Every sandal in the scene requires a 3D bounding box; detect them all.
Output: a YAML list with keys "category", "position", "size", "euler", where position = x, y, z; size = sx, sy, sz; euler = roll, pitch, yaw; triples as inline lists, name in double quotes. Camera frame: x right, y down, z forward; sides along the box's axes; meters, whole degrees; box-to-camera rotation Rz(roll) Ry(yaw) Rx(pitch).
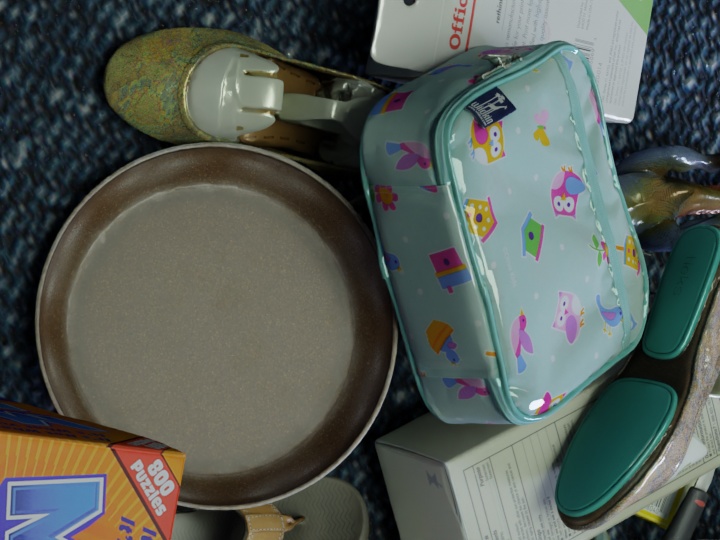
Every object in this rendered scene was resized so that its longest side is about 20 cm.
- category: "sandal"
  position: [-0.086, 0.145, 1.412]
  size: [0.199, 0.055, 0.082]
  euler: [2, 66, -19]

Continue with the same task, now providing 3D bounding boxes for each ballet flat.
- category: "ballet flat"
  position: [-0.046, -0.092, 1.436]
  size: [0.199, 0.071, 0.071]
  euler: [13, 88, -35]
- category: "ballet flat"
  position: [0.000, 0.000, 1.485]
  size: [0.200, 0.073, 0.073]
  euler: [-44, 118, -15]
- category: "ballet flat"
  position: [0.182, 0.071, 1.487]
  size: [0.067, 0.068, 0.201]
  euler: [37, 78, -38]

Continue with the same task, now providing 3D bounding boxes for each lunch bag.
- category: "lunch bag"
  position: [0.085, -0.027, 1.430]
  size: [0.160, 0.077, 0.201]
  euler: [-30, 112, -42]

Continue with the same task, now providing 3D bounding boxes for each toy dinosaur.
- category: "toy dinosaur"
  position: [0.154, -0.023, 1.575]
  size: [0.181, 0.200, 0.105]
  euler: [-13, 77, 5]

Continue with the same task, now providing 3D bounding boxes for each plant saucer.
- category: "plant saucer"
  position: [-0.079, 0.031, 1.410]
  size: [0.199, 0.032, 0.201]
  euler: [1, 82, -11]

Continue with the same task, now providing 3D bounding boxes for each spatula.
- category: "spatula"
  position: [0.218, 0.124, 1.640]
  size: [0.056, 0.021, 0.201]
  euler: [29, 81, -40]

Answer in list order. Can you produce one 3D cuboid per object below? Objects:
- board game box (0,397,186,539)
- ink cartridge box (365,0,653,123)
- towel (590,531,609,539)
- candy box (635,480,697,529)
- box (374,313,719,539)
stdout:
- category: "board game box"
  position: [-0.234, 0.160, 1.247]
  size: [0.199, 0.200, 0.201]
  euler: [10, 89, -35]
- category: "ink cartridge box"
  position: [0.075, -0.159, 1.510]
  size: [0.199, 0.067, 0.118]
  euler: [10, 90, -36]
- category: "towel"
  position: [0.147, 0.251, 1.555]
  size: [0.048, 0.200, 0.172]
  euler: [-15, 113, 12]
- category: "candy box"
  position: [0.148, 0.088, 1.615]
  size: [0.200, 0.026, 0.103]
  euler: [26, 80, -34]
- category: "box"
  position: [0.116, 0.107, 1.533]
  size: [0.199, 0.078, 0.095]
  euler: [-24, 111, -28]
